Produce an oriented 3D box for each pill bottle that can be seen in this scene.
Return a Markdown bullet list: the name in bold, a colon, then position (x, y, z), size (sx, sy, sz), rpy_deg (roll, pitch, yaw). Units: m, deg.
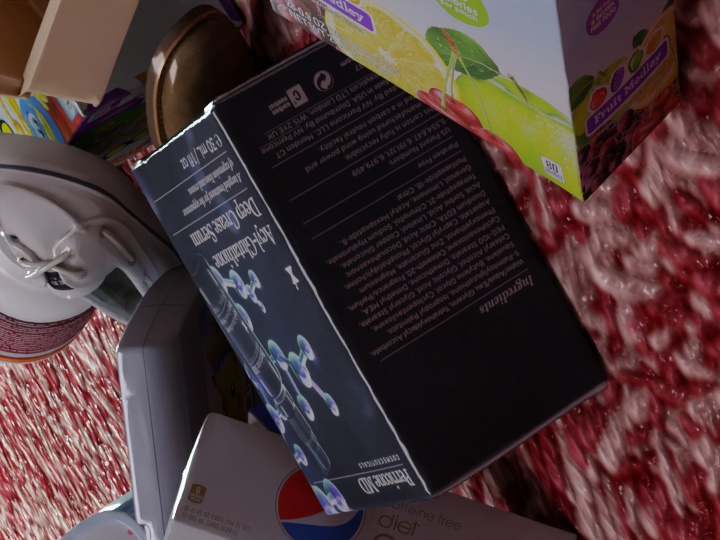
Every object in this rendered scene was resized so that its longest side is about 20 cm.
- **pill bottle**: position (-0.220, -0.011, 1.584), size (0.113, 0.113, 0.200), rpy_deg (58, 160, 4)

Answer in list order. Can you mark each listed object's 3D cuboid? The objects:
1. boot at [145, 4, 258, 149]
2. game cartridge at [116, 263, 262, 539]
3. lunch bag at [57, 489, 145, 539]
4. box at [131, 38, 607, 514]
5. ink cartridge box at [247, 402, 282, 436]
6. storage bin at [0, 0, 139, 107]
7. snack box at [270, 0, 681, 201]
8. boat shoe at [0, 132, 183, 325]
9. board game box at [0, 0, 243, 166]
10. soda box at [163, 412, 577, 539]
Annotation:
- **boot**: position (-0.056, -0.058, 1.225), size (0.075, 0.074, 0.201), rpy_deg (34, 158, 30)
- **game cartridge**: position (-0.087, 0.065, 1.313), size (0.200, 0.040, 0.135), rpy_deg (-48, -50, -73)
- **lunch bag**: position (-0.105, 0.214, 1.498), size (0.170, 0.199, 0.127), rpy_deg (59, 159, 3)
- **box**: position (0.000, 0.000, 1.104), size (0.201, 0.107, 0.148), rpy_deg (60, 159, -2)
- **ink cartridge box**: position (-0.016, 0.090, 1.276), size (0.037, 0.094, 0.200), rpy_deg (52, 158, 20)
- **storage bin**: position (-0.150, -0.202, 1.028), size (0.199, 0.093, 0.201), rpy_deg (48, 122, 49)
- **snack box**: position (0.027, -0.141, 0.840), size (0.168, 0.068, 0.201), rpy_deg (33, 155, 30)
- **boat shoe**: position (-0.153, -0.018, 1.274), size (0.073, 0.066, 0.200), rpy_deg (-2, 162, 29)
- **board game box**: position (-0.152, -0.121, 1.296), size (0.103, 0.104, 0.200), rpy_deg (57, 160, 2)
- **soda box**: position (0.003, 0.140, 1.192), size (0.198, 0.064, 0.068), rpy_deg (18, 154, -2)
